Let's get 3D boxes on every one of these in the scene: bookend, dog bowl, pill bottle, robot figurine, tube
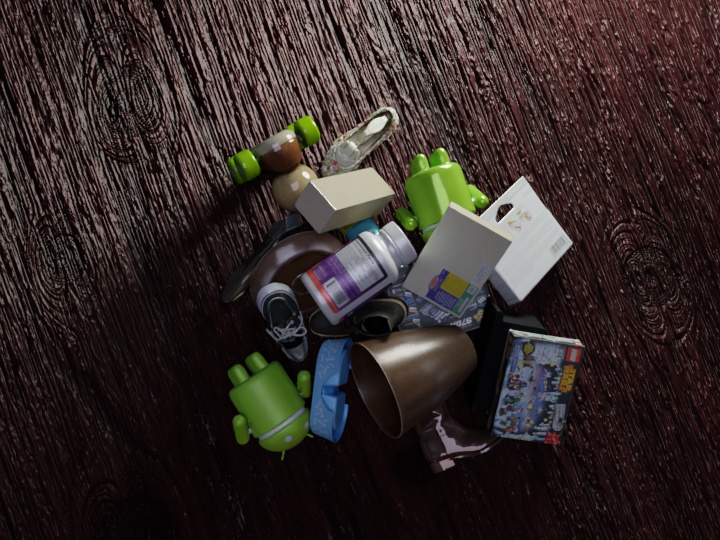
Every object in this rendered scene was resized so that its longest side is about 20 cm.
[{"bbox_3d":[0.324,0.173,1.363,0.197,0.092,0.201,10,105,-4],"label":"bookend"},{"bbox_3d":[-0.056,0.227,1.359,0.049,0.111,0.202,6,89,14],"label":"dog bowl"},{"bbox_3d":[0.000,0.000,1.288,0.199,0.111,0.112,-35,90,-4],"label":"pill bottle"},{"bbox_3d":[0.158,-0.131,1.375,0.174,0.116,0.201,-18,87,-10],"label":"robot figurine"},{"bbox_3d":[-0.172,0.256,1.345,0.175,0.116,0.201,-32,89,-28],"label":"robot figurine"},{"bbox_3d":[0.015,-0.062,1.392,0.077,0.050,0.200,-36,67,-9],"label":"tube"}]

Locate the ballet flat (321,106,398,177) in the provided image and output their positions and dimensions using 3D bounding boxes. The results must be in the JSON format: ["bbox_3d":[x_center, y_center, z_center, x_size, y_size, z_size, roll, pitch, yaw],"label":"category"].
[{"bbox_3d":[-0.003,-0.258,1.406,0.076,0.064,0.200,44,86,-1],"label":"ballet flat"}]

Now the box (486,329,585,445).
[{"bbox_3d":[0.323,0.218,1.305,0.136,0.040,0.201,8,104,-5],"label":"box"}]

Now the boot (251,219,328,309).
[{"bbox_3d":[-0.140,-0.020,1.348,0.200,0.132,0.070,-36,56,-11],"label":"boot"}]

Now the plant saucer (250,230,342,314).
[{"bbox_3d":[-0.110,0.017,1.333,0.200,0.201,0.032,-34,50,-5],"label":"plant saucer"}]

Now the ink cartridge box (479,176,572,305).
[{"bbox_3d":[0.306,-0.060,1.382,0.200,0.044,0.174,-41,95,-29],"label":"ink cartridge box"}]

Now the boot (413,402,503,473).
[{"bbox_3d":[0.178,0.274,1.398,0.185,0.064,0.201,-25,84,-6],"label":"boot"}]

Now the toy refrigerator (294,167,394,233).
[{"bbox_3d":[-0.028,-0.133,1.331,0.076,0.200,0.070,49,125,13],"label":"toy refrigerator"}]

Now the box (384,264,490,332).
[{"bbox_3d":[0.157,0.056,1.410,0.199,0.046,0.160,-18,89,-4],"label":"box"}]

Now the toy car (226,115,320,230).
[{"bbox_3d":[-0.134,-0.166,1.361,0.164,0.158,0.201,-32,102,-15],"label":"toy car"}]

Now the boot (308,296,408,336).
[{"bbox_3d":[-0.019,0.095,1.331,0.199,0.138,0.078,-13,96,16],"label":"boot"}]

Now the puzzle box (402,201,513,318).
[{"bbox_3d":[0.178,-0.016,1.321,0.132,0.025,0.201,29,123,0],"label":"puzzle box"}]

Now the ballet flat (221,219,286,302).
[{"bbox_3d":[-0.200,-0.012,1.389,0.046,0.067,0.200,42,81,-31],"label":"ballet flat"}]

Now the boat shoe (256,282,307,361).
[{"bbox_3d":[-0.140,0.103,1.314,0.073,0.200,0.068,-21,51,-12],"label":"boat shoe"}]

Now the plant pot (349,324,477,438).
[{"bbox_3d":[0.110,0.181,1.310,0.199,0.187,0.188,-23,89,-21],"label":"plant pot"}]
